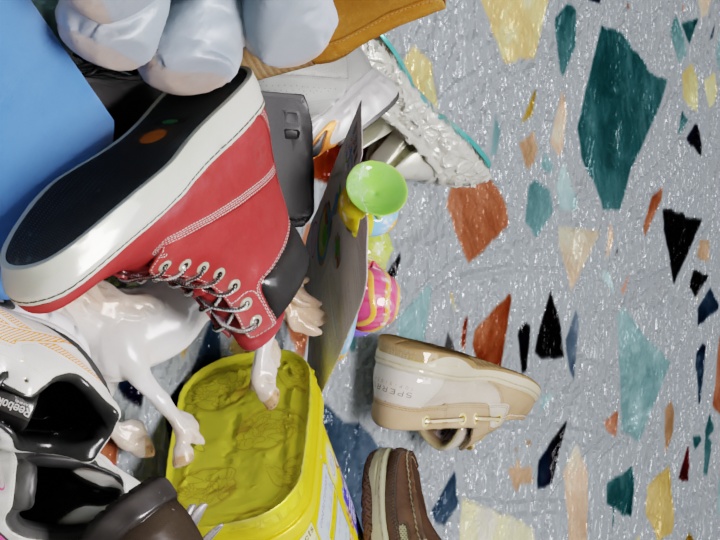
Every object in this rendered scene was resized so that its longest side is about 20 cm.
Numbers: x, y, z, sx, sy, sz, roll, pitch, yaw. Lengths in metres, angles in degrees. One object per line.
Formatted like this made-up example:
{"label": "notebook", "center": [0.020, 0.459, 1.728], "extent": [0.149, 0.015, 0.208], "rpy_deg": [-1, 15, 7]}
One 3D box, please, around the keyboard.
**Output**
{"label": "keyboard", "center": [-0.114, -0.077, 1.255], "extent": [0.199, 0.040, 0.105], "rpy_deg": [2, 88, -39]}

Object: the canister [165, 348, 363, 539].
{"label": "canister", "center": [-0.044, 0.171, 1.356], "extent": [0.149, 0.086, 0.201], "rpy_deg": [-86, 162, -52]}

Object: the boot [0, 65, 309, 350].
{"label": "boot", "center": [-0.096, 0.002, 1.173], "extent": [0.200, 0.072, 0.145], "rpy_deg": [-44, 126, -44]}

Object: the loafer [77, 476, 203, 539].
{"label": "loafer", "center": [-0.128, 0.190, 1.173], "extent": [0.073, 0.071, 0.200], "rpy_deg": [-31, 160, -39]}

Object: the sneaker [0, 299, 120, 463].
{"label": "sneaker", "center": [-0.194, 0.040, 1.078], "extent": [0.199, 0.080, 0.074], "rpy_deg": [18, 107, -41]}

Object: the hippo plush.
{"label": "hippo plush", "center": [-0.093, -0.203, 1.143], "extent": [0.200, 0.158, 0.162], "rpy_deg": [108, -33, -54]}

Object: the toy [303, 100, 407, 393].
{"label": "toy", "center": [0.000, 0.000, 1.351], "extent": [0.200, 0.047, 0.116], "rpy_deg": [106, -16, -61]}

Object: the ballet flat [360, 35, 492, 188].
{"label": "ballet flat", "center": [0.018, -0.099, 1.501], "extent": [0.200, 0.071, 0.072], "rpy_deg": [45, 55, -49]}

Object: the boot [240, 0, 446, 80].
{"label": "boot", "center": [-0.028, -0.202, 1.259], "extent": [0.071, 0.143, 0.202], "rpy_deg": [48, 24, -60]}

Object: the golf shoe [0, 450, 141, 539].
{"label": "golf shoe", "center": [-0.154, 0.128, 1.187], "extent": [0.200, 0.092, 0.073], "rpy_deg": [22, 72, -60]}

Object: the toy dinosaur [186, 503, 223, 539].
{"label": "toy dinosaur", "center": [-0.072, 0.235, 1.220], "extent": [0.181, 0.104, 0.201], "rpy_deg": [155, -48, -78]}

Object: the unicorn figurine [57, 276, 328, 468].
{"label": "unicorn figurine", "center": [-0.114, 0.038, 1.261], "extent": [0.200, 0.074, 0.138], "rpy_deg": [-42, 120, -38]}

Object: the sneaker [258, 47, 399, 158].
{"label": "sneaker", "center": [-0.068, -0.090, 1.351], "extent": [0.200, 0.076, 0.092], "rpy_deg": [-41, 100, -40]}

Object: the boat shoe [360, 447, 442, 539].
{"label": "boat shoe", "center": [0.048, 0.202, 1.386], "extent": [0.075, 0.074, 0.204], "rpy_deg": [60, 22, -65]}

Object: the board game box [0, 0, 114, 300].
{"label": "board game box", "center": [-0.209, -0.063, 1.118], "extent": [0.158, 0.039, 0.200], "rpy_deg": [-55, 137, -22]}

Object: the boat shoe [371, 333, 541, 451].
{"label": "boat shoe", "center": [0.061, 0.091, 1.580], "extent": [0.200, 0.073, 0.070], "rpy_deg": [18, 89, -58]}
